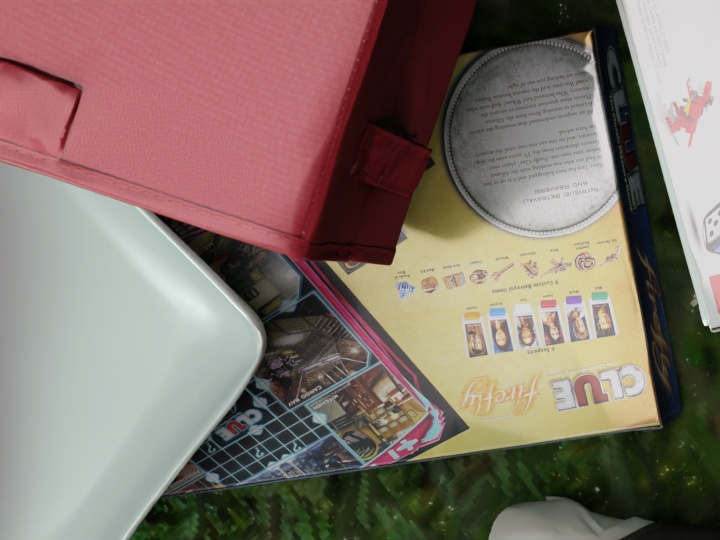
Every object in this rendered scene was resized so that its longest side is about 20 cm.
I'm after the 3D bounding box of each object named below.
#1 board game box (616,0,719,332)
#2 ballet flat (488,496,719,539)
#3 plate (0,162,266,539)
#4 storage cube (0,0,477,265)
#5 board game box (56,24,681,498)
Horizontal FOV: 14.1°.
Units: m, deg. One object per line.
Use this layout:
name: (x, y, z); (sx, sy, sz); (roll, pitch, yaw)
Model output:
board game box: (0.108, -0.088, 0.902); (0.035, 0.126, 0.201); (-15, 92, 19)
ballet flat: (0.049, 0.120, 0.980); (0.200, 0.068, 0.069); (-31, 78, 18)
plate: (-0.136, 0.023, 1.020); (0.200, 0.032, 0.200); (47, 120, 19)
storage cube: (-0.058, -0.113, 0.866); (0.200, 0.171, 0.180); (19, 93, 9)
board game box: (0.000, 0.000, 0.996); (0.199, 0.035, 0.136); (-9, 93, 19)
